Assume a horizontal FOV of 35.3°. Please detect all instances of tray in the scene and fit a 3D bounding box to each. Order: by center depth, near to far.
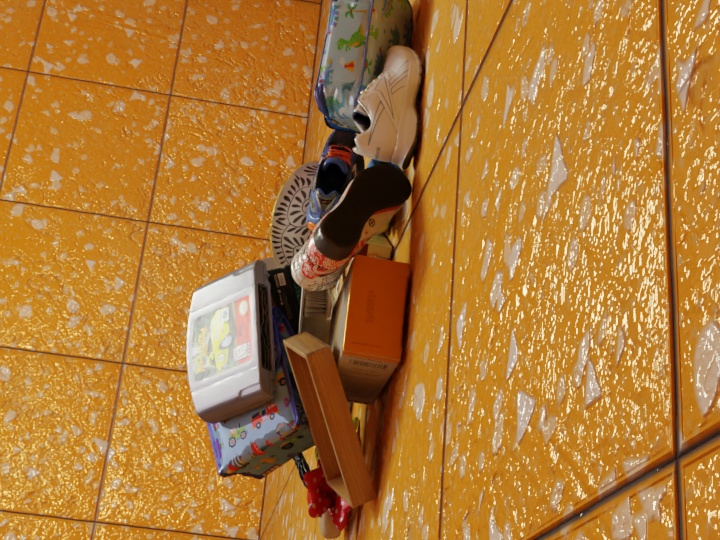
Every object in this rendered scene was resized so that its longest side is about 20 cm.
[{"bbox_3d":[-0.038,0.181,1.392,0.099,0.037,0.202,-160,52,-69],"label":"tray"}]

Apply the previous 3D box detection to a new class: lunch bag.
[{"bbox_3d":[-0.140,0.157,1.532,0.150,0.094,0.201,-36,61,24],"label":"lunch bag"},{"bbox_3d":[0.010,-0.297,1.592,0.160,0.082,0.202,9,-91,-63],"label":"lunch bag"}]

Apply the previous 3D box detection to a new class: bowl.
[{"bbox_3d":[-0.044,-0.067,1.779,0.200,0.094,0.203,-21,-65,-52],"label":"bowl"}]

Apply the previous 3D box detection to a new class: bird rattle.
[{"bbox_3d":[-0.037,0.298,1.576,0.200,0.112,0.164,-115,20,-55],"label":"bird rattle"}]

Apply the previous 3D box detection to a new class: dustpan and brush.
[{"bbox_3d":[-0.051,0.026,1.524,0.200,0.057,0.141,-93,8,-67],"label":"dustpan and brush"}]

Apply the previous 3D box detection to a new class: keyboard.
[{"bbox_3d":[-0.097,0.289,1.751,0.201,0.020,0.127,60,173,27],"label":"keyboard"}]

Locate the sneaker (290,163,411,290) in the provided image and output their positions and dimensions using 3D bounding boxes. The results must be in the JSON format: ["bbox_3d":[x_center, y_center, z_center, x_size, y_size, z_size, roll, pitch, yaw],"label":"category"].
[{"bbox_3d":[-0.016,-0.052,1.407,0.108,0.067,0.201,-51,-2,43],"label":"sneaker"}]

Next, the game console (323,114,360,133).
[{"bbox_3d":[0.000,-0.303,1.730,0.118,0.170,0.202,4,89,57],"label":"game console"}]

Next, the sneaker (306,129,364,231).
[{"bbox_3d":[-0.033,-0.147,1.696,0.079,0.075,0.201,97,-179,-50],"label":"sneaker"}]

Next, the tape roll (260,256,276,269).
[{"bbox_3d":[-0.113,0.064,1.890,0.201,0.199,0.066,-90,12,-49],"label":"tape roll"}]

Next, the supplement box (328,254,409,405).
[{"bbox_3d":[0.005,0.079,1.412,0.200,0.073,0.127,114,164,-67],"label":"supplement box"}]

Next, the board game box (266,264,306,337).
[{"bbox_3d":[-0.127,0.102,1.578,0.028,0.134,0.202,-16,-87,-60],"label":"board game box"}]

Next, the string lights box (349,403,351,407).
[{"bbox_3d":[-0.075,0.199,1.821,0.200,0.102,0.060,-178,95,-83],"label":"string lights box"}]

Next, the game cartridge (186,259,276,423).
[{"bbox_3d":[-0.176,0.097,1.517,0.133,0.041,0.201,-26,55,32],"label":"game cartridge"}]

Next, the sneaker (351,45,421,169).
[{"bbox_3d":[0.034,-0.224,1.485,0.075,0.086,0.201,104,173,-51],"label":"sneaker"}]

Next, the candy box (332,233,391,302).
[{"bbox_3d":[0.000,0.000,1.628,0.200,0.055,0.116,-117,37,-77],"label":"candy box"}]

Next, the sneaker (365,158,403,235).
[{"bbox_3d":[0.025,-0.108,1.572,0.106,0.075,0.200,-62,9,6],"label":"sneaker"}]

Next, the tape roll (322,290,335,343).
[{"bbox_3d":[-0.090,0.073,1.684,0.203,0.201,0.071,-106,26,-74],"label":"tape roll"}]
